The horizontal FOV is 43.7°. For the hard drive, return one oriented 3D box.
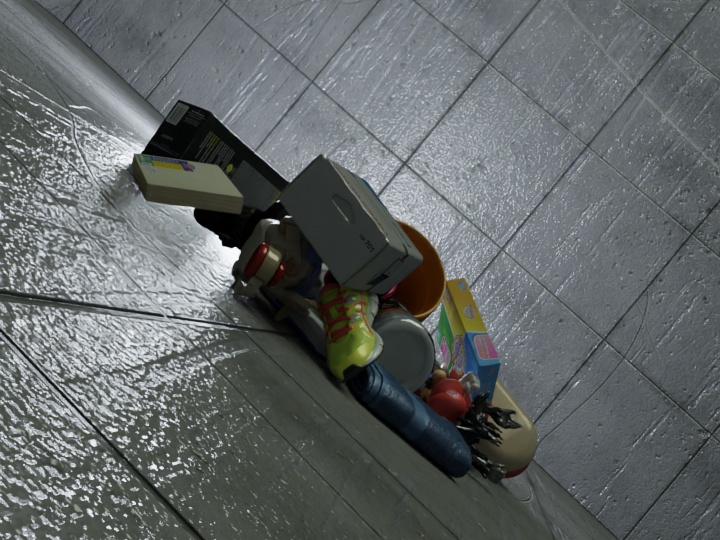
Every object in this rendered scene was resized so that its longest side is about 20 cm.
[{"bbox_3d":[-0.070,0.080,1.290,0.132,0.025,0.200,42,1,-42],"label":"hard drive"}]

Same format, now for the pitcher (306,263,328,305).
[{"bbox_3d":[-0.066,0.000,1.441,0.118,0.176,0.200,0,-16,-8],"label":"pitcher"}]

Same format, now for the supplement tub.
[{"bbox_3d":[0.038,0.111,1.411,0.122,0.123,0.200,41,0,-16],"label":"supplement tub"}]

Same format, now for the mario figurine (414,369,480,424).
[{"bbox_3d":[0.118,0.185,1.496,0.106,0.123,0.200,49,-8,-20],"label":"mario figurine"}]

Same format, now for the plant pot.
[{"bbox_3d":[0.030,0.039,1.639,0.200,0.200,0.184,41,-39,2],"label":"plant pot"}]

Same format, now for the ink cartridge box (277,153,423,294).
[{"bbox_3d":[-0.007,-0.055,1.174,0.148,0.085,0.200,54,12,13],"label":"ink cartridge box"}]

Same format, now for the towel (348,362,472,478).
[{"bbox_3d":[0.066,0.192,1.199,0.199,0.049,0.112,42,2,-21],"label":"towel"}]

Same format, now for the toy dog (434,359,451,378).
[{"bbox_3d":[0.117,0.200,1.689,0.199,0.130,0.098,33,48,-45],"label":"toy dog"}]

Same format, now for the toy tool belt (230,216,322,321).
[{"bbox_3d":[-0.090,0.001,1.153,0.122,0.126,0.200,32,4,-13],"label":"toy tool belt"}]

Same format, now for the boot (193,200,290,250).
[{"bbox_3d":[-0.172,-0.079,1.341,0.158,0.079,0.212,43,-28,4],"label":"boot"}]

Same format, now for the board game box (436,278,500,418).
[{"bbox_3d":[0.188,0.140,1.593,0.202,0.039,0.155,-108,-164,-45],"label":"board game box"}]

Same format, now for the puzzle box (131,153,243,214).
[{"bbox_3d":[-0.247,-0.125,1.264,0.130,0.026,0.200,6,16,-21],"label":"puzzle box"}]

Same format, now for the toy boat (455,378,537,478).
[{"bbox_3d":[0.238,0.303,1.682,0.201,0.128,0.132,53,-29,35],"label":"toy boat"}]

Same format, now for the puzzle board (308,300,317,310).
[{"bbox_3d":[-0.130,0.026,1.589,0.200,0.017,0.150,42,2,34],"label":"puzzle board"}]

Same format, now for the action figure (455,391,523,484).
[{"bbox_3d":[0.200,0.264,1.419,0.100,0.121,0.200,23,-12,18],"label":"action figure"}]

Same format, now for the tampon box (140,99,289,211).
[{"bbox_3d":[-0.244,-0.165,1.508,0.199,0.127,0.149,40,-8,-38],"label":"tampon box"}]

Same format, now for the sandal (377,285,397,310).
[{"bbox_3d":[0.033,0.028,1.359,0.045,0.075,0.200,45,14,6],"label":"sandal"}]

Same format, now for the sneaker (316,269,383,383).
[{"bbox_3d":[-0.025,0.064,1.160,0.091,0.077,0.201,51,16,-25],"label":"sneaker"}]
